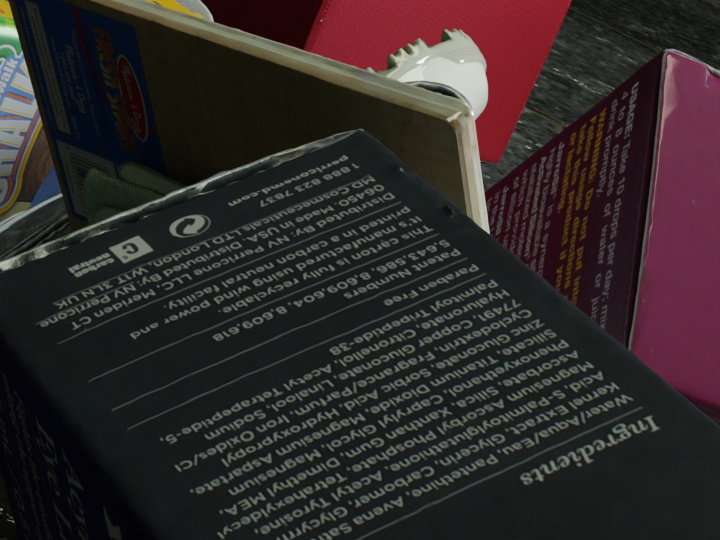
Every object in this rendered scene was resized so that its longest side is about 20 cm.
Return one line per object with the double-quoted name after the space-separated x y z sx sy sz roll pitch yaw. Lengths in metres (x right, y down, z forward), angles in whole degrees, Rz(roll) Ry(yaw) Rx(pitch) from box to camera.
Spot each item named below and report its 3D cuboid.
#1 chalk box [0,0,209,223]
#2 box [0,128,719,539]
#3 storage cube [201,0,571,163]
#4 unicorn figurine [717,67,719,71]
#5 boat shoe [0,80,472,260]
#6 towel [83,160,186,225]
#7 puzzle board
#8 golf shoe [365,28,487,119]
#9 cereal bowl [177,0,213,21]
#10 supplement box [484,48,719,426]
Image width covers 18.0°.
-0.153 -0.050 0.773 0.124 0.125 0.199 33 18 32 "chalk box"
0.012 0.087 0.467 0.104 0.149 0.200 -22 36 -21 "box"
0.015 -0.191 1.376 0.199 0.181 0.171 12 19 -38 "storage cube"
0.126 0.003 0.935 0.073 0.138 0.200 -17 -9 -13 "unicorn figurine"
-0.051 -0.011 0.721 0.199 0.068 0.072 -20 73 -22 "boat shoe"
0.005 0.067 0.616 0.199 0.153 0.023 30 51 22 "towel"
-0.019 0.015 0.629 0.150 0.201 0.017 22 49 32 "puzzle board"
0.000 0.000 0.812 0.097 0.078 0.200 38 62 8 "golf shoe"
-0.172 -0.113 1.029 0.199 0.084 0.200 22 16 -7 "cereal bowl"
0.089 0.036 0.685 0.130 0.104 0.200 20 -28 -17 "supplement box"
